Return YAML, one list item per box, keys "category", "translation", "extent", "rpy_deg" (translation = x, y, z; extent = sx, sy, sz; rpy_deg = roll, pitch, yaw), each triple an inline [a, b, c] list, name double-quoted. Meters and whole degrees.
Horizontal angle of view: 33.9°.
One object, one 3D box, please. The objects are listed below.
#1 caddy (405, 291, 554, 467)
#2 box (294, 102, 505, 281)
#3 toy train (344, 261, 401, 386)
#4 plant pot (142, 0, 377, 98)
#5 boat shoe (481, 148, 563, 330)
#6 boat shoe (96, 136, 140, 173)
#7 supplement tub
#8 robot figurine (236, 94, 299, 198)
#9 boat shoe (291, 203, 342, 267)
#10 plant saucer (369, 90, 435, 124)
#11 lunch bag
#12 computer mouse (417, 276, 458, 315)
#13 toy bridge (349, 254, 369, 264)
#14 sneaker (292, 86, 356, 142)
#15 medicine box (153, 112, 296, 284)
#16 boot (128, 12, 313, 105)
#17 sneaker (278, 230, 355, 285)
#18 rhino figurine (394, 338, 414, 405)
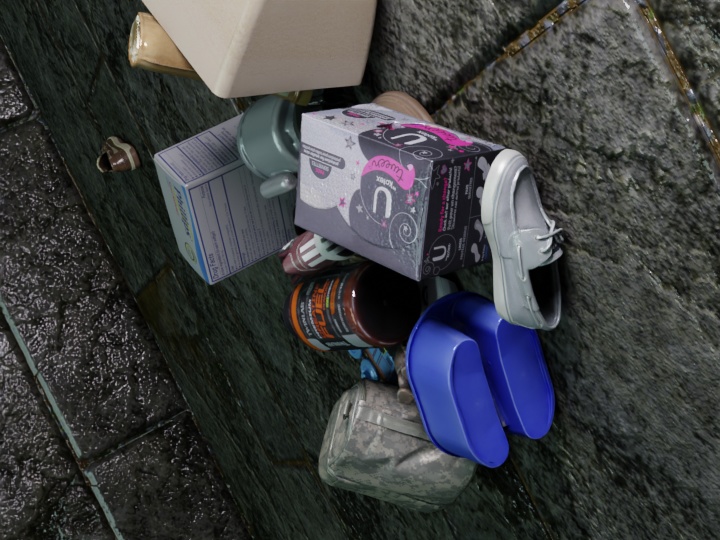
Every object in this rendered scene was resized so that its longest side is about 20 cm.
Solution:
- category: "caddy"
  translation: [0.130, 0.123, 1.329]
  extent: [0.105, 0.141, 0.201]
  rpy_deg: [18, 131, 59]
- category: "box"
  translation: [0.035, -0.088, 1.236]
  extent: [0.200, 0.114, 0.133]
  rpy_deg: [25, 119, 41]
- category: "toy train"
  translation: [0.020, 0.073, 1.627]
  extent: [0.200, 0.086, 0.114]
  rpy_deg: [57, 151, 24]
- category: "plant pot"
  translation: [-0.093, -0.320, 1.245]
  extent: [0.200, 0.199, 0.177]
  rpy_deg: [52, 135, 27]
- category: "boat shoe"
  translation: [0.170, -0.026, 1.170]
  extent: [0.071, 0.070, 0.202]
  rpy_deg: [18, 134, 36]
- category: "boat shoe"
  translation: [-0.559, -0.255, 2.646]
  extent: [0.202, 0.075, 0.075]
  rpy_deg: [15, 129, 64]
- category: "supplement tub"
  translation: [-0.019, 0.047, 1.463]
  extent: [0.200, 0.107, 0.107]
  rpy_deg: [-12, 105, 57]
- category: "robot figurine"
  translation: [-0.088, -0.174, 1.511]
  extent: [0.113, 0.170, 0.200]
  rpy_deg: [24, 166, -26]
- category: "boat shoe"
  translation: [-0.064, -0.018, 1.630]
  extent: [0.057, 0.067, 0.201]
  rpy_deg: [30, -147, -33]
- category: "plant saucer"
  translation: [0.042, -0.105, 1.360]
  extent: [0.200, 0.029, 0.201]
  rpy_deg: [34, 131, 51]
- category: "lunch bag"
  translation: [0.059, 0.226, 1.551]
  extent: [0.199, 0.140, 0.168]
  rpy_deg: [18, 159, -6]
- category: "computer mouse"
  translation: [0.090, 0.040, 1.437]
  extent: [0.109, 0.044, 0.201]
  rpy_deg: [-10, 109, 51]
- category: "toy bridge"
  translation: [0.000, 0.000, 1.525]
  extent: [0.199, 0.027, 0.067]
  rpy_deg: [18, 139, 23]
- category: "sneaker"
  translation: [-0.042, -0.213, 1.371]
  extent: [0.082, 0.073, 0.201]
  rpy_deg: [115, 146, -53]
- category: "medicine box"
  translation: [-0.169, -0.111, 1.683]
  extent: [0.103, 0.199, 0.183]
  rpy_deg: [44, 153, 42]
- category: "boot"
  translation: [-0.159, -0.254, 1.329]
  extent: [0.175, 0.199, 0.066]
  rpy_deg: [-118, 42, -60]
- category: "sneaker"
  translation: [-0.043, -0.039, 1.455]
  extent: [0.076, 0.115, 0.200]
  rpy_deg: [60, -155, 0]
- category: "rhino figurine"
  translation: [0.113, 0.155, 1.431]
  extent: [0.200, 0.060, 0.088]
  rpy_deg: [41, -152, -22]
